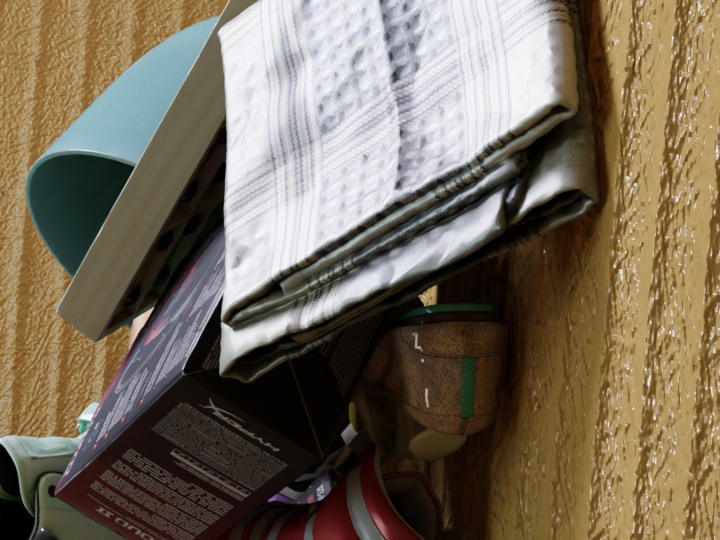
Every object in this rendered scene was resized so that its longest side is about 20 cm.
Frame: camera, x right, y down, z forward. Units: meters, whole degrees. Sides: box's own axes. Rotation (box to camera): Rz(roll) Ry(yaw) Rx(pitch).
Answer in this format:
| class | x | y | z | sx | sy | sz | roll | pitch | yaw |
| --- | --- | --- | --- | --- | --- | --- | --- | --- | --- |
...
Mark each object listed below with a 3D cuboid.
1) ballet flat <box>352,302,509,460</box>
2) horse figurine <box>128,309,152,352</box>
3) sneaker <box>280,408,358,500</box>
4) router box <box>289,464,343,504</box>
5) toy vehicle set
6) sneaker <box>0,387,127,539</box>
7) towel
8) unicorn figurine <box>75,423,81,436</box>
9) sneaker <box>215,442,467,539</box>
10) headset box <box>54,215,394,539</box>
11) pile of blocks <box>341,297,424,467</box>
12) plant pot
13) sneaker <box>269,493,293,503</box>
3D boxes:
| class | x | y | z | sx | sy | sz | roll | pitch | yaw |
| --- | --- | --- | --- | --- | --- | --- | --- | --- | --- |
| ballet flat | 0.024 | 0.054 | 1.077 | 0.200 | 0.068 | 0.068 | 147 | 120 | -83 |
| horse figurine | -0.101 | 0.084 | 1.272 | 0.050 | 0.132 | 0.201 | 37 | -116 | -47 |
| sneaker | -0.023 | 0.095 | 1.328 | 0.074 | 0.088 | 0.200 | -52 | 12 | -14 |
| router box | -0.039 | 0.213 | 1.185 | 0.150 | 0.062 | 0.200 | -44 | 23 | 16 |
| toy vehicle set | -0.071 | -0.064 | 1.154 | 0.200 | 0.026 | 0.124 | -58 | -9 | 24 |
| sneaker | -0.125 | 0.084 | 1.180 | 0.118 | 0.074 | 0.201 | 38 | -112 | -50 |
| towel | 0.010 | -0.071 | 0.952 | 0.192 | 0.035 | 0.201 | -27 | 47 | 30 |
| unicorn figurine | -0.121 | 0.148 | 1.344 | 0.200 | 0.074 | 0.138 | 16 | -135 | -56 |
| sneaker | -0.017 | 0.126 | 1.110 | 0.112 | 0.071 | 0.200 | -46 | 22 | 0 |
| headset box | -0.059 | 0.041 | 1.086 | 0.200 | 0.075 | 0.149 | -42 | 19 | 56 |
| pile of blocks | 0.000 | 0.000 | 1.213 | 0.062 | 0.082 | 0.201 | -125 | 39 | -78 |
| plant pot | -0.075 | -0.058 | 1.398 | 0.161 | 0.200 | 0.201 | -57 | -8 | -29 |
| sneaker | -0.034 | 0.158 | 1.441 | 0.081 | 0.083 | 0.201 | -19 | -81 | -78 |
